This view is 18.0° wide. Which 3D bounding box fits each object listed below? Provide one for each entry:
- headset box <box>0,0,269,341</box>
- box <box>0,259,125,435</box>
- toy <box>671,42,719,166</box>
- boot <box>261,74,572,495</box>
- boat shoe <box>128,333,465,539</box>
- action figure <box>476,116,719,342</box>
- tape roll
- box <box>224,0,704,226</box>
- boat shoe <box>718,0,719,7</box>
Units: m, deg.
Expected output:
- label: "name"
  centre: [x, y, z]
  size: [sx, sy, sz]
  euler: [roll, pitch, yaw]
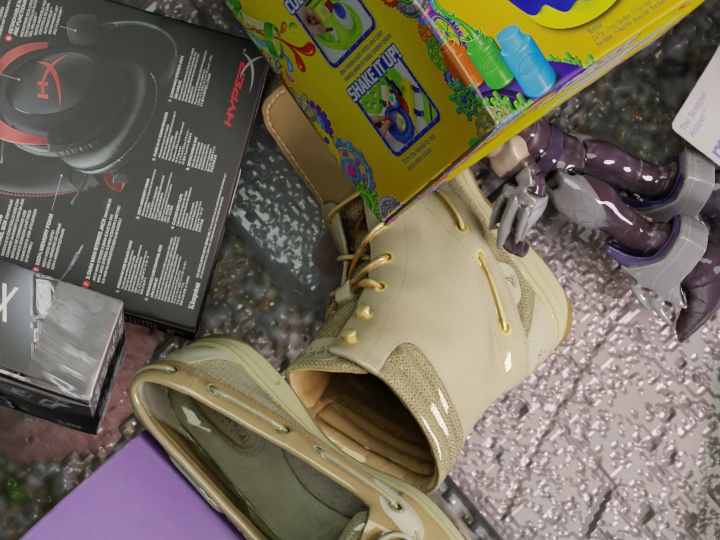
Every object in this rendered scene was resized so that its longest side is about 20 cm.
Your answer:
- label: "headset box"
  centre: [-0.158, -0.063, 1.133]
  size: [0.198, 0.075, 0.150]
  euler: [15, 83, -3]
- label: "box"
  centre: [-0.190, 0.024, 1.061]
  size: [0.156, 0.200, 0.050]
  euler: [19, 80, -3]
- label: "toy"
  centre: [0.269, -0.061, 1.163]
  size: [0.199, 0.047, 0.115]
  euler: [37, 54, -3]
- label: "boot"
  centre: [0.000, 0.000, 1.108]
  size: [0.200, 0.073, 0.155]
  euler: [48, 44, -4]
- label: "boat shoe"
  centre: [-0.023, 0.111, 1.028]
  size: [0.201, 0.063, 0.073]
  euler: [46, 115, 11]
- label: "action figure"
  centre: [0.102, -0.050, 1.136]
  size: [0.199, 0.069, 0.131]
  euler: [29, 43, -14]
- label: "tape roll"
  centre: [-0.144, 0.172, 1.051]
  size: [0.200, 0.200, 0.085]
  euler: [-42, 89, -7]
- label: "box"
  centre: [0.047, -0.164, 1.026]
  size: [0.199, 0.122, 0.193]
  euler: [-35, 88, -32]
- label: "boat shoe"
  centre: [0.241, -0.135, 1.139]
  size: [0.199, 0.065, 0.072]
  euler: [4, 121, -42]
